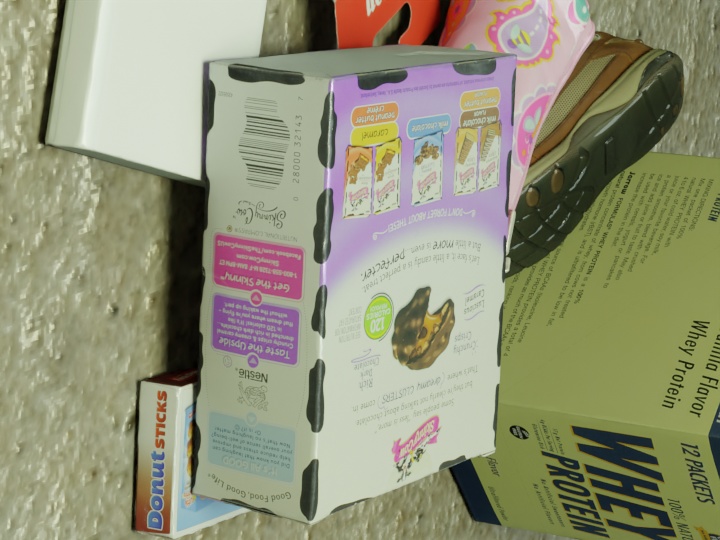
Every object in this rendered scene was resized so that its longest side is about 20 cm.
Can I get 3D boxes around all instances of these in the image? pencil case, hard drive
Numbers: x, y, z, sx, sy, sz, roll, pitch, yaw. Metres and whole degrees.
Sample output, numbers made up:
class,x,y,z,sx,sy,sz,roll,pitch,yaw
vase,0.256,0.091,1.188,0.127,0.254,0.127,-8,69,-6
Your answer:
class,x,y,z,sx,sy,sz,roll,pitch,yaw
pencil case,0.061,-0.072,1.212,0.088,0.087,0.201,57,48,-51
hard drive,-0.079,-0.144,0.993,0.132,0.026,0.202,13,85,-62

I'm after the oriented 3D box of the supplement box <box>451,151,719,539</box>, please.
class,x,y,z,sx,sy,sz,roll,pitch,yaw
supplement box,0.172,0.047,1.329,0.201,0.199,0.135,-64,147,-32

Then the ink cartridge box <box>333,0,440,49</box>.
class,x,y,z,sx,sy,sz,roll,pitch,yaw
ink cartridge box,0.028,-0.194,1.139,0.163,0.057,0.201,-52,137,-56

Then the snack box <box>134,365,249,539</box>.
class,x,y,z,sx,sy,sz,roll,pitch,yaw
snack box,-0.045,0.076,1.110,0.200,0.024,0.072,-12,108,-61

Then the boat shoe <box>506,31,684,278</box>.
class,x,y,z,sx,sy,sz,roll,pitch,yaw
boat shoe,0.104,-0.069,1.312,0.200,0.074,0.076,-40,148,-27

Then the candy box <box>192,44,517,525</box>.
class,x,y,z,sx,sy,sz,roll,pitch,yaw
candy box,0.000,0.000,1.060,0.167,0.071,0.202,-13,109,-56
